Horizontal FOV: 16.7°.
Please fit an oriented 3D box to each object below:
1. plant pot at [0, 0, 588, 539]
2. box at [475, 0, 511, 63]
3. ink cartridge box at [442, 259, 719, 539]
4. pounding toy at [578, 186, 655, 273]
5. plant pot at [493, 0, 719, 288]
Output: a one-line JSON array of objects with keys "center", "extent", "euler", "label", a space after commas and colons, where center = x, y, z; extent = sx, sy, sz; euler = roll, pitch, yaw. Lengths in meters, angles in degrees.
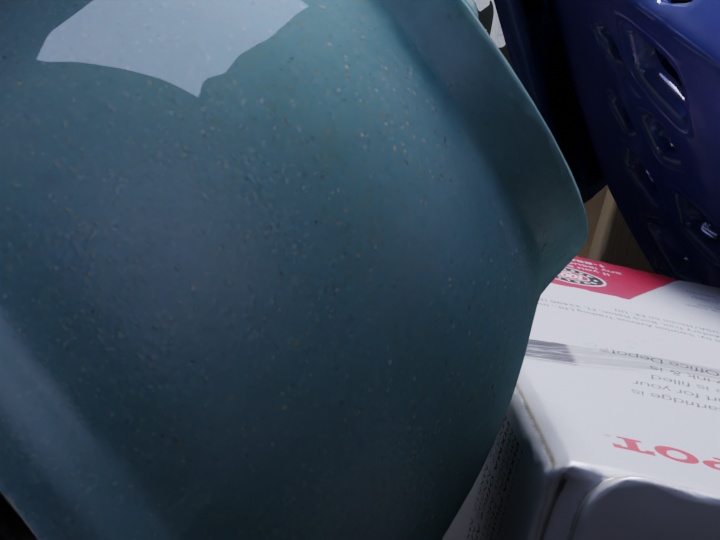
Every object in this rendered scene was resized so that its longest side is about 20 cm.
[{"center": [-0.036, -0.013, 0.541], "extent": [0.201, 0.134, 0.200], "euler": [51, -7, 9], "label": "plant pot"}, {"center": [0.074, -0.176, 1.491], "extent": [0.199, 0.125, 0.149], "euler": [18, 14, 5], "label": "box"}, {"center": [0.091, 0.067, 0.639], "extent": [0.144, 0.084, 0.200], "euler": [13, 15, -9], "label": "ink cartridge box"}, {"center": [0.160, -0.068, 1.048], "extent": [0.141, 0.185, 0.200], "euler": [13, 14, -11], "label": "pounding toy"}, {"center": [0.153, -0.093, 0.818], "extent": [0.180, 0.200, 0.200], "euler": [39, -17, 35], "label": "plant pot"}]
